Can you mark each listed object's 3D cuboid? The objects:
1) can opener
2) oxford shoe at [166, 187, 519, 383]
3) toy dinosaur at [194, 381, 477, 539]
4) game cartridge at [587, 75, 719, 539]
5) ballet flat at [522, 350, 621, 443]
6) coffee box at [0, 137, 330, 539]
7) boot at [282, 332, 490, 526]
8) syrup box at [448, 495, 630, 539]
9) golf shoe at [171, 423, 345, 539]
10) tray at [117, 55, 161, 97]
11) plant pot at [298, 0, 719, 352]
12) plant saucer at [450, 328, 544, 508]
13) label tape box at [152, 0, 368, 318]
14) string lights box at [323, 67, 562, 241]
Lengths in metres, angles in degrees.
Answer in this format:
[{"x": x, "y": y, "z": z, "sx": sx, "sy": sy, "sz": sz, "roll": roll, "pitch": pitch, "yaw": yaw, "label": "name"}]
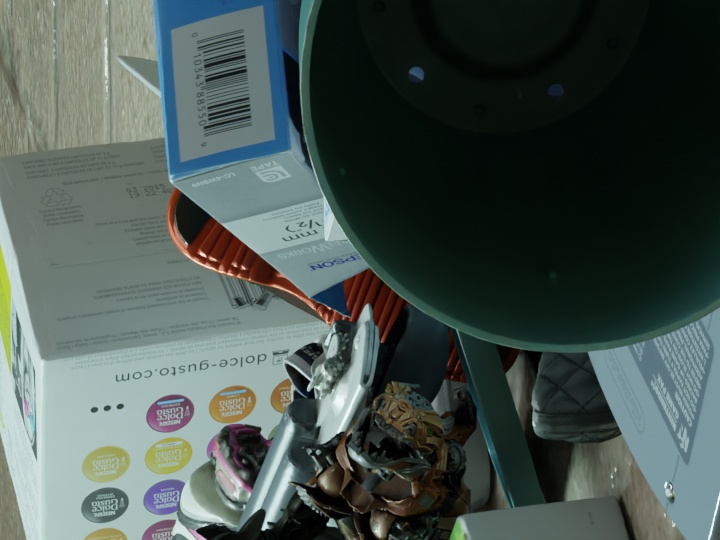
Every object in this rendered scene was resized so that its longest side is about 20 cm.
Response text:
[{"x": -0.014, "y": 0.094, "z": 1.414, "sx": 0.200, "sy": 0.066, "sz": 0.053, "roll": 119, "pitch": 161, "yaw": -44, "label": "can opener"}, {"x": 0.000, "y": 0.000, "z": 1.468, "sx": 0.072, "sy": 0.199, "sz": 0.072, "roll": -63, "pitch": -19, "yaw": 3, "label": "oxford shoe"}, {"x": 0.013, "y": 0.121, "z": 1.356, "sx": 0.102, "sy": 0.136, "sz": 0.200, "roll": 35, "pitch": 164, "yaw": 38, "label": "toy dinosaur"}, {"x": 0.129, "y": 0.014, "z": 1.172, "sx": 0.201, "sy": 0.040, "sz": 0.134, "roll": -111, "pitch": 24, "yaw": -44, "label": "game cartridge"}, {"x": 0.077, "y": 0.011, "z": 1.318, "sx": 0.200, "sy": 0.056, "sz": 0.067, "roll": -120, "pitch": 29, "yaw": -57, "label": "ballet flat"}, {"x": -0.124, "y": 0.054, "z": 1.811, "sx": 0.200, "sy": 0.198, "sz": 0.199, "roll": -114, "pitch": 23, "yaw": -47, "label": "coffee box"}, {"x": 0.006, "y": 0.036, "z": 1.521, "sx": 0.074, "sy": 0.095, "sz": 0.201, "roll": 129, "pitch": 133, "yaw": -69, "label": "boot"}, {"x": 0.073, "y": 0.192, "z": 1.362, "sx": 0.200, "sy": 0.081, "sz": 0.079, "roll": 108, "pitch": 151, "yaw": -54, "label": "syrup box"}, {"x": -0.024, "y": 0.176, "z": 1.530, "sx": 0.200, "sy": 0.072, "sz": 0.092, "roll": 46, "pitch": 116, "yaw": 31, "label": "golf shoe"}, {"x": -0.045, "y": -0.054, "z": 1.569, "sx": 0.107, "sy": 0.022, "sz": 0.200, "roll": 37, "pitch": 177, "yaw": 41, "label": "tray"}, {"x": 0.068, "y": -0.089, "z": 1.074, "sx": 0.161, "sy": 0.199, "sz": 0.202, "roll": -114, "pitch": 21, "yaw": -72, "label": "plant pot"}, {"x": 0.059, "y": 0.048, "z": 1.362, "sx": 0.201, "sy": 0.019, "sz": 0.070, "roll": 70, "pitch": 180, "yaw": -47, "label": "plant saucer"}, {"x": -0.028, "y": -0.078, "z": 1.345, "sx": 0.200, "sy": 0.066, "sz": 0.144, "roll": 39, "pitch": -140, "yaw": -60, "label": "label tape box"}, {"x": 0.035, "y": -0.107, "z": 1.271, "sx": 0.059, "sy": 0.102, "sz": 0.201, "roll": 107, "pitch": 163, "yaw": -55, "label": "string lights box"}]
